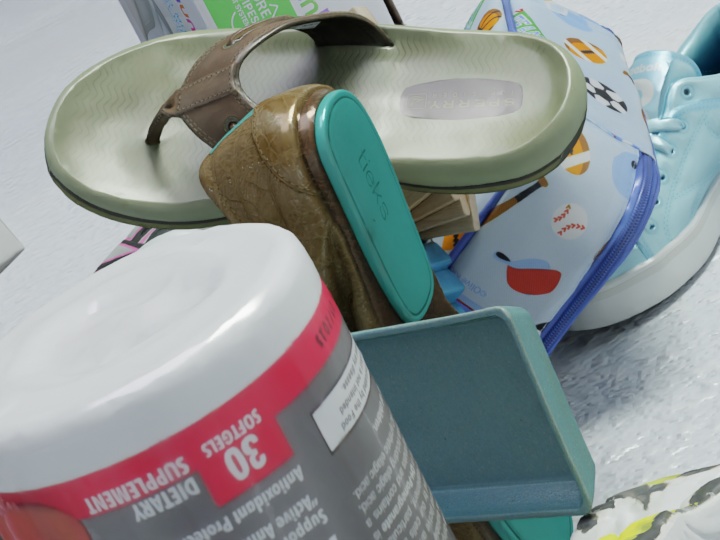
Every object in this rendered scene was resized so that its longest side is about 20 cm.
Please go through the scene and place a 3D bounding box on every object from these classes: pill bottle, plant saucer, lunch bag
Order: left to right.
[{"bbox_3d":[-0.024,0.097,0.573,0.110,0.201,0.111,-24,20,9],"label":"pill bottle"},{"bbox_3d":[-0.003,0.052,0.676,0.019,0.070,0.200,-33,14,-38],"label":"plant saucer"},{"bbox_3d":[0.056,-0.029,0.889,0.161,0.075,0.200,-58,15,25],"label":"lunch bag"}]

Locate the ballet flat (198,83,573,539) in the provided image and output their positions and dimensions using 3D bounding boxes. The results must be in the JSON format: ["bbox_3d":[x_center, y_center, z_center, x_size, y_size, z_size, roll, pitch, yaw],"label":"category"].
[{"bbox_3d":[0.004,0.029,0.709,0.072,0.200,0.068,-17,25,31],"label":"ballet flat"}]

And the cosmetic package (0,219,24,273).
[{"bbox_3d":[-0.254,0.025,0.898,0.108,0.085,0.200,-40,2,36],"label":"cosmetic package"}]

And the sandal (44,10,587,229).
[{"bbox_3d":[-0.020,-0.065,0.731,0.200,0.057,0.080,-6,64,12],"label":"sandal"}]

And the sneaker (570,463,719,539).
[{"bbox_3d":[0.098,0.107,0.594,0.074,0.085,0.200,-21,-2,38],"label":"sneaker"}]

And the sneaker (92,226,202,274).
[{"bbox_3d":[-0.099,0.018,0.986,0.200,0.080,0.087,-31,25,48],"label":"sneaker"}]

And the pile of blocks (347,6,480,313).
[{"bbox_3d":[0.000,0.000,0.778,0.082,0.201,0.062,-12,1,28],"label":"pile of blocks"}]

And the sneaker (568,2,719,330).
[{"bbox_3d":[0.131,-0.054,0.928,0.074,0.082,0.200,-8,30,45],"label":"sneaker"}]

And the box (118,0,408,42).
[{"bbox_3d":[-0.035,-0.099,1.087,0.096,0.201,0.176,-32,21,-12],"label":"box"}]
